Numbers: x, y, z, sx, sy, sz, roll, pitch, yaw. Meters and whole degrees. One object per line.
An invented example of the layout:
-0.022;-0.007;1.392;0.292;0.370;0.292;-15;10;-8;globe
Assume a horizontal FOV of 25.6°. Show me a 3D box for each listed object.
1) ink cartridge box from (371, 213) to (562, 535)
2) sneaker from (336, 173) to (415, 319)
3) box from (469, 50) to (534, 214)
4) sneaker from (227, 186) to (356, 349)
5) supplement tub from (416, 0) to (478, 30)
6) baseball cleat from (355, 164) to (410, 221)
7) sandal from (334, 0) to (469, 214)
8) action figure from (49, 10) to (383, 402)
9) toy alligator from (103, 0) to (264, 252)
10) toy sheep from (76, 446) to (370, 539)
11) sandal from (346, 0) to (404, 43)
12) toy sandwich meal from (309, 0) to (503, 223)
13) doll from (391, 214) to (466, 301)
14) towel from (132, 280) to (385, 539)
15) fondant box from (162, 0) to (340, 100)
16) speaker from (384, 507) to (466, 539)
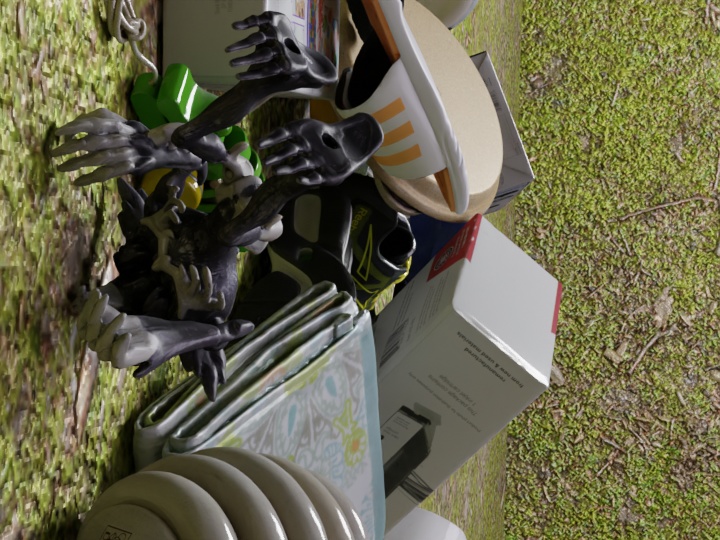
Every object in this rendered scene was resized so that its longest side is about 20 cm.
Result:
0.035;0.079;1.051;0.200;0.083;0.147;-46;-170;27;ink cartridge box
0.000;0.000;1.151;0.200;0.084;0.075;76;20;-58;sneaker
0.090;-0.107;1.370;0.200;0.060;0.117;127;-57;-86;box
-0.031;0.047;1.012;0.201;0.075;0.116;-80;165;-49;sneaker
0.052;-0.276;1.283;0.200;0.122;0.123;-72;161;-59;supplement tub
0.011;-0.043;1.311;0.200;0.070;0.107;74;36;-54;baseball cleat
0.007;-0.122;0.951;0.079;0.059;0.207;-116;-178;-68;sandal
-0.079;-0.019;0.665;0.200;0.102;0.119;-46;-123;43;action figure
-0.078;-0.062;0.785;0.200;0.054;0.059;80;15;-49;toy alligator
-0.066;0.145;0.706;0.200;0.138;0.138;7;85;-55;toy sheep
0.019;-0.233;0.976;0.075;0.048;0.201;-133;-144;-52;sandal
0.020;-0.115;1.097;0.205;0.070;0.206;32;43;-35;toy sandwich meal
0.045;0.030;1.213;0.136;0.048;0.201;-17;-123;56;doll
-0.051;0.126;0.861;0.171;0.048;0.201;-37;133;-44;towel
-0.055;-0.172;0.887;0.200;0.058;0.145;-19;111;-78;fondant box
0.019;0.285;1.230;0.081;0.081;0.200;77;28;-55;speaker
